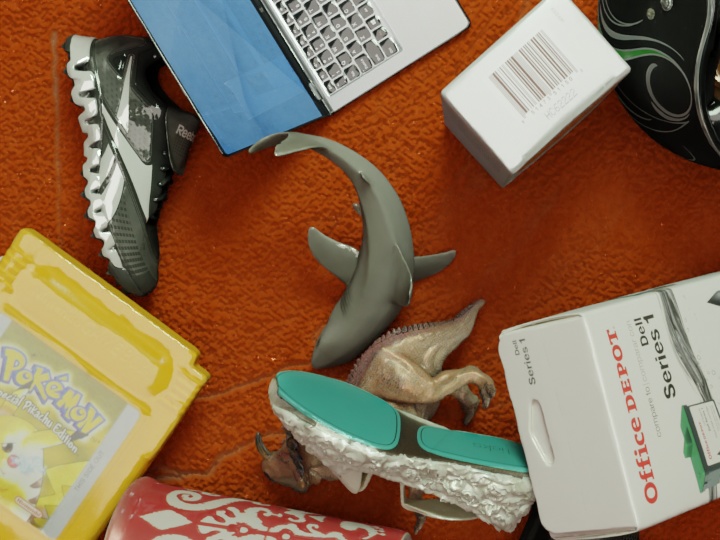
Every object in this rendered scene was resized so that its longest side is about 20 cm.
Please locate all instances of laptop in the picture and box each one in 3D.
[{"bbox_3d":[-0.053,-0.208,1.046,0.200,0.116,0.188,-32,89,4],"label":"laptop"}]

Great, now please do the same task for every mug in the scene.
[{"bbox_3d":[-0.066,0.234,1.049,0.199,0.178,0.134,5,62,13],"label":"mug"}]

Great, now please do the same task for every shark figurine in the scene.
[{"bbox_3d":[0.009,-0.018,1.024,0.128,0.090,0.215,-18,126,-5],"label":"shark figurine"}]

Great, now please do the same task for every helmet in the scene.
[{"bbox_3d":[0.252,-0.172,0.988,0.199,0.191,0.201,-7,120,-12],"label":"helmet"}]

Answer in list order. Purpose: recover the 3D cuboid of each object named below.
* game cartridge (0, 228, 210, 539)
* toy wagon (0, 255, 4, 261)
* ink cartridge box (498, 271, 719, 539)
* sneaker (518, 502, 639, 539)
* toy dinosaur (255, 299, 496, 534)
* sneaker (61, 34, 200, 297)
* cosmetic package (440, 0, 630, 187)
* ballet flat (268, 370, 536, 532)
[{"bbox_3d":[-0.230,0.099,1.067,0.176,0.032,0.200,35,95,3],"label":"game cartridge"},{"bbox_3d":[-0.271,0.086,1.105,0.155,0.040,0.200,28,94,4],"label":"toy wagon"},{"bbox_3d":[0.204,0.086,0.991,0.200,0.084,0.147,-13,87,-39],"label":"ink cartridge box"},{"bbox_3d":[0.181,0.196,1.060,0.114,0.076,0.200,31,76,-19],"label":"sneaker"},{"bbox_3d":[0.013,0.096,1.058,0.135,0.086,0.200,29,95,1],"label":"toy dinosaur"},{"bbox_3d":[-0.160,-0.083,1.080,0.090,0.066,0.201,-10,88,7],"label":"sneaker"},{"bbox_3d":[0.114,-0.117,0.992,0.101,0.200,0.071,-42,88,4],"label":"cosmetic package"},{"bbox_3d":[0.026,0.130,0.989,0.199,0.072,0.072,19,92,1],"label":"ballet flat"}]
